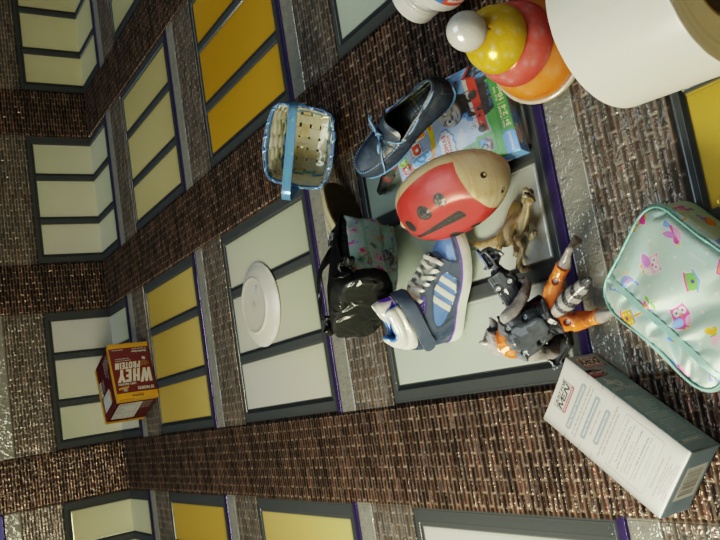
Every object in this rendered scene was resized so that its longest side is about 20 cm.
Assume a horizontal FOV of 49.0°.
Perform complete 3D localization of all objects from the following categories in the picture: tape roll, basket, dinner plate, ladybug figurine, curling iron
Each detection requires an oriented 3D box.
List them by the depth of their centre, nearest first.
[{"bbox_3d":[0.314,-0.288,0.828,0.139,0.202,0.204,-13,82,57],"label":"tape roll"},{"bbox_3d":[0.131,-0.101,1.151,0.200,0.135,0.072,-33,41,43],"label":"ladybug figurine"},{"bbox_3d":[0.047,-0.170,1.340,0.200,0.025,0.050,100,162,-73],"label":"curling iron"},{"bbox_3d":[-0.118,-0.231,1.499,0.200,0.139,0.177,-83,1,-77],"label":"basket"},{"bbox_3d":[-0.244,0.082,1.872,0.200,0.024,0.201,6,97,56],"label":"dinner plate"}]

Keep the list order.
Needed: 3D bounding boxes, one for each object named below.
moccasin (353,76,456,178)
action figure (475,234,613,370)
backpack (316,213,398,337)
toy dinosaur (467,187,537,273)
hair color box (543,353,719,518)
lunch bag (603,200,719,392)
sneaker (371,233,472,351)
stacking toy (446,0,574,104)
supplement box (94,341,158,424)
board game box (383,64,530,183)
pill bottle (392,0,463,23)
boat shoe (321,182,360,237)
[{"bbox_3d":[0.051,-0.221,1.183,0.200,0.068,0.081,-47,63,26],"label":"moccasin"},{"bbox_3d":[0.226,0.041,1.043,0.200,0.105,0.193,48,120,5],"label":"action figure"},{"bbox_3d":[0.000,0.000,1.352,0.200,0.126,0.167,-93,21,-46],"label":"backpack"},{"bbox_3d":[0.216,-0.047,1.148,0.200,0.058,0.101,128,147,-61],"label":"toy dinosaur"},{"bbox_3d":[0.328,0.198,0.980,0.200,0.060,0.099,41,126,46],"label":"hair color box"},{"bbox_3d":[0.373,0.031,0.879,0.200,0.077,0.161,52,134,40],"label":"lunch bag"},{"bbox_3d":[0.090,0.029,1.233,0.081,0.146,0.201,-143,52,-63],"label":"sneaker"},{"bbox_3d":[0.184,-0.297,1.013,0.146,0.200,0.147,3,94,43],"label":"stacking toy"},{"bbox_3d":[-0.772,0.369,2.600,0.200,0.132,0.198,-48,54,47],"label":"supplement box"},{"bbox_3d":[0.139,-0.210,1.184,0.200,0.037,0.152,-22,76,34],"label":"board game box"},{"bbox_3d":[0.133,-0.456,1.167,0.200,0.112,0.113,-33,66,54],"label":"pill bottle"},{"bbox_3d":[-0.034,-0.072,1.497,0.065,0.072,0.201,-43,63,48],"label":"boat shoe"}]
